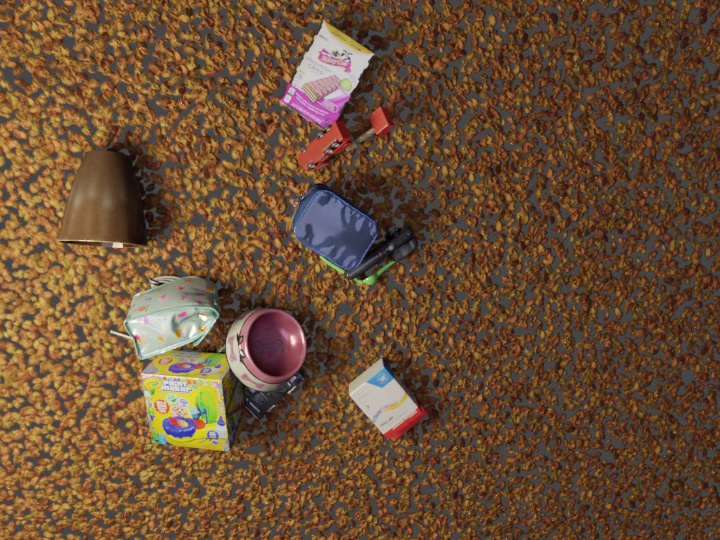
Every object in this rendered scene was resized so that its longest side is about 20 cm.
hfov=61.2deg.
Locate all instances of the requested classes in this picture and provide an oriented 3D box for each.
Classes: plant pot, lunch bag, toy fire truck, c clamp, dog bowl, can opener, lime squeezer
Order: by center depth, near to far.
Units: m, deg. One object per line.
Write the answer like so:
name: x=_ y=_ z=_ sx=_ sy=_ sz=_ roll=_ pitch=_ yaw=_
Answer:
plant pot: x=-0.567 y=-0.158 z=1.354 sx=0.185 sy=0.187 sz=0.202 roll=2 pitch=88 yaw=-3
toy fire truck: x=-0.034 y=-0.295 z=1.377 sx=0.199 sy=0.140 sz=0.049 roll=-32 pitch=78 yaw=41
lunch bag: x=-0.416 y=0.098 z=1.390 sx=0.198 sy=0.170 sz=0.123 roll=-18 pitch=113 yaw=-7
lunch bag: x=-0.068 y=-0.108 z=1.400 sx=0.199 sy=0.132 sz=0.136 roll=34 pitch=98 yaw=-15
dog bowl: x=-0.212 y=0.178 z=1.424 sx=0.201 sy=0.200 sz=0.074 roll=52 pitch=140 yaw=-12
can opener: x=0.046 y=-0.038 z=1.441 sx=0.199 sy=0.063 sz=0.079 roll=-32 pitch=92 yaw=-10
c clamp: x=-0.493 y=0.097 z=1.475 sx=0.169 sy=0.027 sz=0.202 roll=24 pitch=99 yaw=-9
lime squeezer: x=0.000 y=0.000 z=1.475 sx=0.198 sy=0.038 sz=0.071 roll=1 pitch=102 yaw=-2

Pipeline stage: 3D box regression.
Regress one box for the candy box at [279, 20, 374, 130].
candy box: x=-0.075 y=-0.431 z=1.366 sx=0.136 sy=0.061 sz=0.201 roll=30 pitch=99 yaw=-8

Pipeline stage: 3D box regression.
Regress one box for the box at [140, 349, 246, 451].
box: x=-0.390 y=0.304 z=1.445 sx=0.198 sy=0.122 sz=0.195 roll=2 pitch=112 yaw=10

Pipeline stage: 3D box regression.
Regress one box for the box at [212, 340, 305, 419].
box: x=-0.261 y=0.244 z=1.509 sx=0.160 sy=0.049 sz=0.200 roll=-43 pitch=100 yaw=4

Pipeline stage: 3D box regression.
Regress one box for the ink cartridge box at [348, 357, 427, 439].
ink cartridge box: x=0.075 y=0.338 z=1.537 sx=0.116 sy=0.067 sz=0.200 roll=-39 pitch=102 yaw=6
